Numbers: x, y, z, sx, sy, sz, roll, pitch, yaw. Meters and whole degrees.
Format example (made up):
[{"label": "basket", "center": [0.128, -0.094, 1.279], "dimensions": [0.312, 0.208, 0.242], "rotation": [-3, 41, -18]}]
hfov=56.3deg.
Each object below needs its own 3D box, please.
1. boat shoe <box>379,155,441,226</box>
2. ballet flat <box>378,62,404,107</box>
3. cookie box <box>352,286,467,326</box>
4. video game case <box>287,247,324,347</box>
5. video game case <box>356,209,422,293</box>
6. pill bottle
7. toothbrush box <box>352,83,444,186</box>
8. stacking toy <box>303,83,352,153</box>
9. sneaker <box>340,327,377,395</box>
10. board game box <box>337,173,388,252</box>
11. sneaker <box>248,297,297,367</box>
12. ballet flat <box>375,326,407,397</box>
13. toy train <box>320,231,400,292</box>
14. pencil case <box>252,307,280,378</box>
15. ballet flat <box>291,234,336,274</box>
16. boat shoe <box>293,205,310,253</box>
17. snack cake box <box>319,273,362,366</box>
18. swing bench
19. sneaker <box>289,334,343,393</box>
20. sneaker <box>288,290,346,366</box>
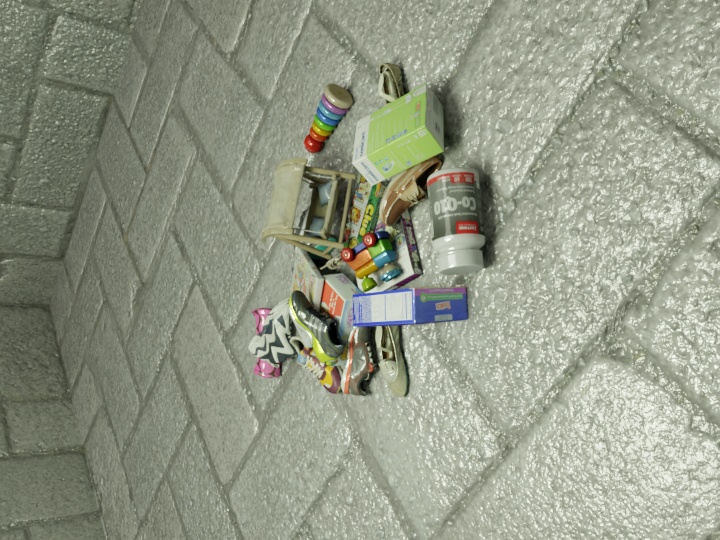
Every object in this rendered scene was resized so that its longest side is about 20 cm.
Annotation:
[{"label": "boat shoe", "center": [0.113, -0.185, 1.531], "dimensions": [0.071, 0.075, 0.203], "rotation": [36, 100, 34]}, {"label": "ballet flat", "center": [0.077, -0.410, 1.617], "dimensions": [0.067, 0.074, 0.205], "rotation": [-29, 65, 43]}, {"label": "cookie box", "center": [0.106, 0.080, 1.462], "dimensions": [0.198, 0.168, 0.077], "rotation": [-8, 83, 48]}, {"label": "video game case", "center": [-0.147, 0.067, 1.772], "dimensions": [0.182, 0.022, 0.204], "rotation": [-127, 43, -54]}, {"label": "video game case", "center": [0.057, -0.040, 1.634], "dimensions": [0.199, 0.035, 0.186], "rotation": [-32, 63, 44]}, {"label": "pill bottle", "center": [0.202, -0.101, 1.406], "dimensions": [0.113, 0.112, 0.205], "rotation": [-16, 74, 48]}, {"label": "toothbrush box", "center": [0.086, -0.304, 1.514], "dimensions": [0.197, 0.086, 0.148], "rotation": [-22, 44, 29]}, {"label": "stacking toy", "center": [-0.100, -0.402, 1.831], "dimensions": [0.201, 0.084, 0.086], "rotation": [-55, 49, 37]}, {"label": "sneaker", "center": [0.012, 0.212, 1.657], "dimensions": [0.080, 0.077, 0.205], "rotation": [14, 99, 22]}, {"label": "board game box", "center": [0.004, -0.129, 1.669], "dimensions": [0.104, 0.023, 0.205], "rotation": [28, 106, 48]}, {"label": "sneaker", "center": [-0.216, 0.185, 1.918], "dimensions": [0.079, 0.130, 0.201], "rotation": [-7, 43, 50]}, {"label": "ballet flat", "center": [0.064, 0.197, 1.582], "dimensions": [0.067, 0.061, 0.205], "rotation": [-24, 68, 46]}, {"label": "toy train", "center": [0.000, 0.000, 1.592], "dimensions": [0.198, 0.084, 0.118], "rotation": [-32, 76, 29]}, {"label": "pencil case", "center": [-0.279, 0.212, 1.978], "dimensions": [0.092, 0.090, 0.206], "rotation": [-3, 85, 36]}, {"label": "ballet flat", "center": [-0.134, -0.045, 1.843], "dimensions": [0.201, 0.072, 0.074], "rotation": [-54, 49, 35]}, {"label": "boat shoe", "center": [-0.141, -0.134, 1.866], "dimensions": [0.066, 0.069, 0.203], "rotation": [50, 130, 38]}, {"label": "snack cake box", "center": [-0.060, 0.125, 1.708], "dimensions": [0.115, 0.066, 0.204], "rotation": [44, 131, 44]}, {"label": "swing bench", "center": [-0.133, -0.159, 1.698], "dimensions": [0.129, 0.196, 0.204], "rotation": [147, 134, -65]}, {"label": "sneaker", "center": [-0.120, 0.249, 1.778], "dimensions": [0.201, 0.089, 0.076], "rotation": [50, 123, 41]}, {"label": "sneaker", "center": [-0.100, 0.128, 1.642], "dimensions": [0.081, 0.074, 0.202], "rotation": [-40, 84, 35]}]
